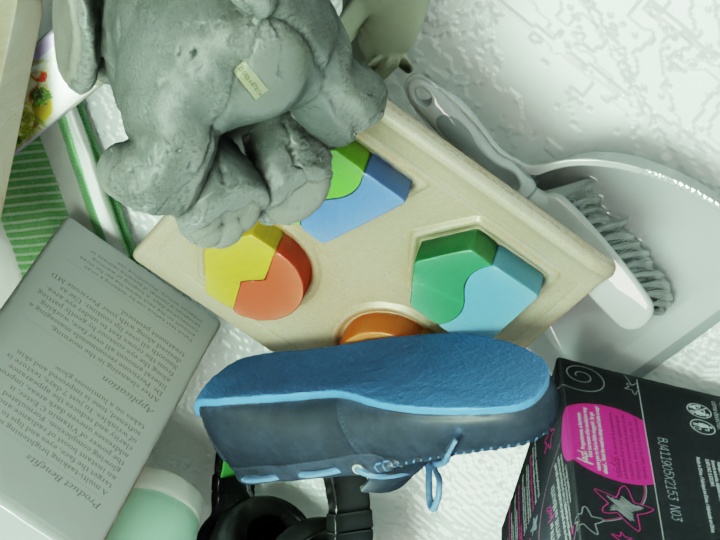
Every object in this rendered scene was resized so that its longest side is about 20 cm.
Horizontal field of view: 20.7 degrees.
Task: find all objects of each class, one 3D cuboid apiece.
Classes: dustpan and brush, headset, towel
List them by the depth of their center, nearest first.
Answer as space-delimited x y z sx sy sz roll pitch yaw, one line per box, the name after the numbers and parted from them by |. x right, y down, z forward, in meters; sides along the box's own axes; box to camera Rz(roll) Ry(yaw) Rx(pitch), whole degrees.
0.097 -0.028 0.981 0.200 0.057 0.139 48 120 -4 | dustpan and brush
-0.029 0.164 1.087 0.123 0.094 0.201 10 99 54 | headset
-0.227 -0.029 1.117 0.199 0.023 0.153 -12 108 23 | towel

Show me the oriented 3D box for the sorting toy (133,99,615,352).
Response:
0.000 0.000 0.984 0.185 0.037 0.200 34 137 -13 | sorting toy

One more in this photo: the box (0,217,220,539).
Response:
-0.179 0.099 1.038 0.106 0.200 0.152 35 127 -8 | box

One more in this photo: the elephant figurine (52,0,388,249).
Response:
-0.091 -0.115 0.874 0.155 0.141 0.200 -52 52 19 | elephant figurine

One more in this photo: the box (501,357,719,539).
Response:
0.145 0.152 0.948 0.131 0.200 0.115 14 118 -5 | box

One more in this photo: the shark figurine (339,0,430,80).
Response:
-0.010 -0.133 0.982 0.090 0.128 0.215 63 149 21 | shark figurine

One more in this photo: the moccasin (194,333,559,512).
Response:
0.013 0.075 0.981 0.199 0.080 0.069 -1 117 36 | moccasin

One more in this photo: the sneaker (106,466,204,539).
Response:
-0.152 0.205 1.111 0.073 0.119 0.201 23 140 -4 | sneaker

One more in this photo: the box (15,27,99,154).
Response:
-0.148 -0.110 1.025 0.200 0.041 0.039 -36 102 17 | box

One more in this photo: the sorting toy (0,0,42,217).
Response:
-0.271 -0.048 1.007 0.199 0.069 0.200 -6 68 37 | sorting toy
